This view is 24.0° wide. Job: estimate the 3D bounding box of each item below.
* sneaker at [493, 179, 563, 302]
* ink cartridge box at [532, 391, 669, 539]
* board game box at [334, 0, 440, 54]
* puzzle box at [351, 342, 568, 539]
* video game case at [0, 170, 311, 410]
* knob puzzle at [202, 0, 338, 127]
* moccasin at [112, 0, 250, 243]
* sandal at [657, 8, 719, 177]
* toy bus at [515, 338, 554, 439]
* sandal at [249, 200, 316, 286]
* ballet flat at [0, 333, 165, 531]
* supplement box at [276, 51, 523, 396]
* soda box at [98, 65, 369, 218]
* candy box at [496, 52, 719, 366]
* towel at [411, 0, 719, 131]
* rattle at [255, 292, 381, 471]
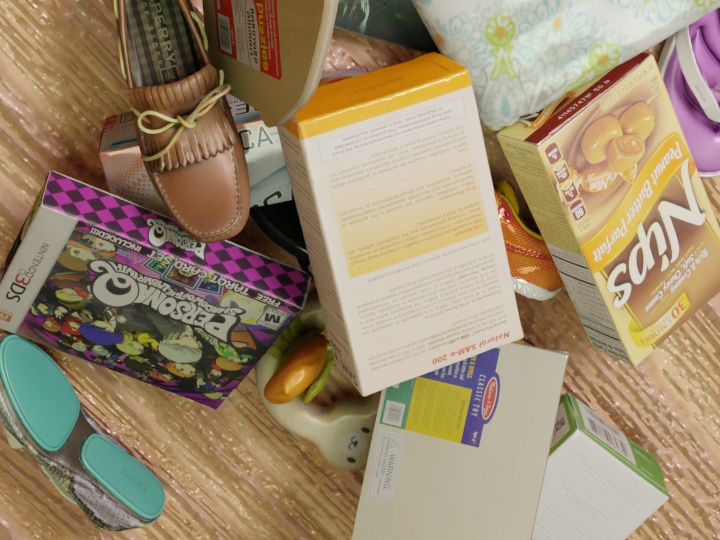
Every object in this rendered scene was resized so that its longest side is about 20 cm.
[{"bbox_3d":[0.070,-0.040,1.247,0.198,0.073,0.078,14,108,-21],"label":"sneaker"},{"bbox_3d":[0.139,0.204,1.356,0.104,0.059,0.200,36,110,-20],"label":"ink cartridge box"},{"bbox_3d":[0.067,-0.214,1.168,0.198,0.028,0.136,14,116,-11],"label":"board game box"},{"bbox_3d":[0.072,0.145,1.251,0.132,0.025,0.202,13,91,11],"label":"puzzle box"},{"bbox_3d":[-0.160,0.020,1.230,0.198,0.036,0.181,22,145,-15],"label":"video game case"},{"bbox_3d":[-0.054,-0.190,1.075,0.030,0.220,0.222,-12,121,-24],"label":"knob puzzle"},{"bbox_3d":[-0.120,-0.118,1.129,0.073,0.078,0.204,-11,85,1],"label":"moccasin"},{"bbox_3d":[0.256,-0.155,1.200,0.082,0.050,0.204,2,118,-5],"label":"sandal"},{"bbox_3d":[0.080,0.145,1.304,0.201,0.078,0.065,-52,145,6],"label":"toy bus"},{"bbox_3d":[0.000,0.000,1.257,0.199,0.075,0.045,26,125,-19],"label":"sandal"},{"bbox_3d":[-0.237,0.134,1.317,0.072,0.072,0.201,-33,114,13],"label":"ballet flat"},{"bbox_3d":[0.026,-0.033,1.156,0.125,0.074,0.202,-18,111,-13],"label":"supplement box"},{"bbox_3d":[-0.083,-0.086,1.207,0.198,0.064,0.069,-11,119,3],"label":"soda box"},{"bbox_3d":[0.189,-0.046,1.224,0.115,0.055,0.201,-38,119,-17],"label":"candy box"},{"bbox_3d":[0.133,-0.208,1.132,0.199,0.048,0.172,-28,114,9],"label":"towel"},{"bbox_3d":[0.001,0.121,1.287,0.129,0.143,0.202,-24,113,-12],"label":"rattle"}]
